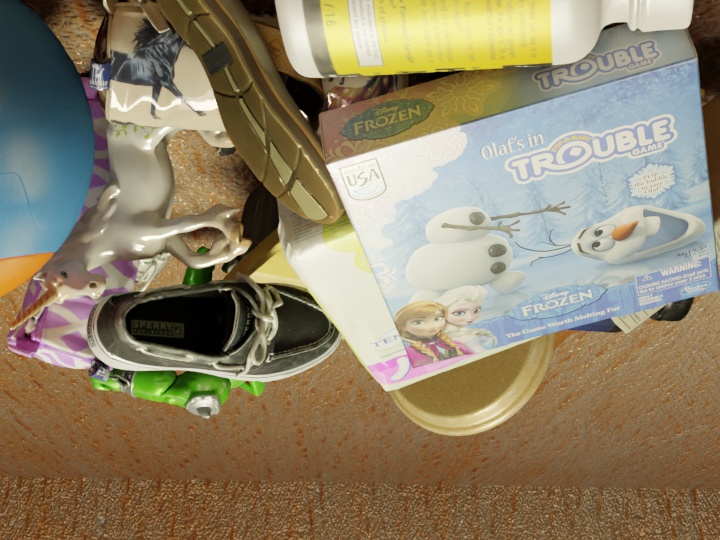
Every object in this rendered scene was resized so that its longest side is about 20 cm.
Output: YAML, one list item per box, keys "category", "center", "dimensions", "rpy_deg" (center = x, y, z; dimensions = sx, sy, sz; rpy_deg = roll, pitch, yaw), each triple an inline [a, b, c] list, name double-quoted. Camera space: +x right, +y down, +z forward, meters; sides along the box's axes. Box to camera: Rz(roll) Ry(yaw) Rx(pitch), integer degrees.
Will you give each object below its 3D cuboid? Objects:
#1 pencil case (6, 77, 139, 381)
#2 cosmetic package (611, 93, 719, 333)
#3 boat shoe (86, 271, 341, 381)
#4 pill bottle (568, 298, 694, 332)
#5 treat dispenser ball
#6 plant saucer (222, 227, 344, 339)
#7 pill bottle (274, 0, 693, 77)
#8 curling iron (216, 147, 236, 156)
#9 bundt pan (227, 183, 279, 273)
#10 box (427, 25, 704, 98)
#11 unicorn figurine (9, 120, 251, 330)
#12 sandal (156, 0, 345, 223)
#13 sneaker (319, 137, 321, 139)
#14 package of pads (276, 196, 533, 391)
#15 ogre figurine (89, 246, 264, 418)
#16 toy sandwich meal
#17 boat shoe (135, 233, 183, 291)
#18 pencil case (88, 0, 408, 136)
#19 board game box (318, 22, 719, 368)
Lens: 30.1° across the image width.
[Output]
- category: "pencil case"
  center: [-0.197, -0.027, 0.954]
  dimensions: [0.083, 0.203, 0.085]
  rpy_deg: [3, 167, 33]
- category: "cosmetic package"
  center: [0.229, -0.051, 0.892]
  dimensions: [0.199, 0.071, 0.105]
  rpy_deg: [-38, 159, 7]
- category: "boat shoe"
  center: [-0.088, 0.036, 0.933]
  dimensions: [0.197, 0.075, 0.068]
  rpy_deg: [8, 167, -33]
- category: "pill bottle"
  center: [0.182, -0.005, 1.154]
  dimensions: [0.197, 0.114, 0.112]
  rpy_deg: [3, 163, -7]
- category: "treat dispenser ball"
  center: [-0.257, -0.076, 0.789]
  dimensions: [0.198, 0.204, 0.201]
  rpy_deg: [1, 164, 0]
- category: "plant saucer"
  center: [0.000, 0.000, 1.033]
  dimensions: [0.198, 0.049, 0.200]
  rpy_deg: [11, 158, -24]
- category: "pill bottle"
  center: [0.061, -0.156, 0.661]
  dimensions: [0.197, 0.113, 0.111]
  rpy_deg: [-2, 163, 10]
- category: "curling iron"
  center: [-0.063, -0.113, 0.959]
  dimensions: [0.049, 0.026, 0.199]
  rpy_deg: [13, 160, -26]
- category: "bundt pan"
  center: [-0.011, -0.031, 1.130]
  dimensions: [0.199, 0.077, 0.202]
  rpy_deg: [2, 160, 1]
- category: "box"
  center: [0.108, -0.082, 0.897]
  dimensions: [0.158, 0.050, 0.201]
  rpy_deg: [7, 140, -27]
- category: "unicorn figurine"
  center: [-0.142, -0.048, 0.891]
  dimensions: [0.135, 0.203, 0.074]
  rpy_deg: [4, 167, 7]
- category: "sandal"
  center: [-0.056, -0.117, 0.754]
  dimensions: [0.054, 0.201, 0.080]
  rpy_deg: [-36, -164, -22]
- category: "sneaker"
  center: [0.038, -0.083, 1.007]
  dimensions: [0.198, 0.076, 0.088]
  rpy_deg: [15, 174, -28]
- category: "package of pads"
  center: [0.044, -0.009, 0.881]
  dimensions: [0.153, 0.069, 0.201]
  rpy_deg: [-20, 143, 10]
- category: "ogre figurine"
  center: [-0.134, 0.054, 1.201]
  dimensions: [0.119, 0.099, 0.199]
  rpy_deg: [30, -144, 22]
- category: "toy sandwich meal"
  center: [0.110, 0.060, 1.259]
  dimensions: [0.203, 0.208, 0.070]
  rpy_deg: [-9, 159, 30]
- category: "boat shoe"
  center: [-0.189, -0.029, 1.134]
  dimensions: [0.085, 0.075, 0.202]
  rpy_deg: [28, 166, 21]
- category: "pencil case"
  center: [-0.065, -0.126, 0.822]
  dimensions: [0.197, 0.079, 0.090]
  rpy_deg: [3, 149, -6]
- category: "board game box"
  center: [0.098, -0.036, 0.764]
  dimensions: [0.197, 0.044, 0.200]
  rpy_deg: [-15, 139, 8]
